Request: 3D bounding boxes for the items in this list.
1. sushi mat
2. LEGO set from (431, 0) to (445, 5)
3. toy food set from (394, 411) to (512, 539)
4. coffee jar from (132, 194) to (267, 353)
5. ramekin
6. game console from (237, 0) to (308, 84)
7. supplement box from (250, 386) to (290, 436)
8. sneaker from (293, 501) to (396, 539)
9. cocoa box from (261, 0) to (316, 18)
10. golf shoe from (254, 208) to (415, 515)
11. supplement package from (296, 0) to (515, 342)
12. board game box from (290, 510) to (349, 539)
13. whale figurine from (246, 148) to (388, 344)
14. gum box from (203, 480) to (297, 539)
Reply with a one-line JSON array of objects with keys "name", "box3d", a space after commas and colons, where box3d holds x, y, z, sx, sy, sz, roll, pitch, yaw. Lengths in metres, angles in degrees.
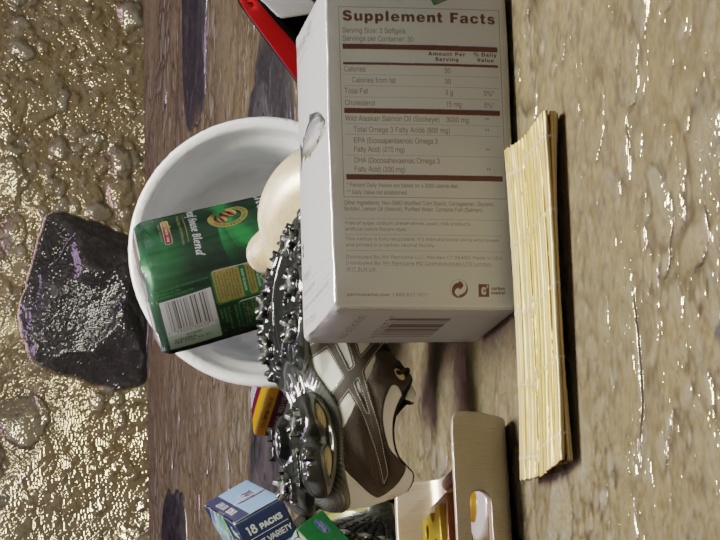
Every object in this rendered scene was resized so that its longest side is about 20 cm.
[{"name": "sushi mat", "box3d": [0.101, 0.017, 1.414, 0.096, 0.012, 0.201, 140, 129, -74]}, {"name": "LEGO set", "box3d": [0.067, -0.263, 1.444, 0.201, 0.115, 0.154, -95, -18, -48]}, {"name": "toy food set", "box3d": [0.051, 0.182, 1.555, 0.200, 0.060, 0.144, 121, 147, -70]}, {"name": "coffee jar", "box3d": [-0.059, -0.010, 1.780, 0.104, 0.199, 0.086, -114, 11, -64]}, {"name": "ramekin", "box3d": [-0.074, -0.010, 1.883, 0.098, 0.199, 0.202, 111, 158, -83]}, {"name": "game console", "box3d": [-0.035, -0.223, 1.792, 0.177, 0.031, 0.201, 47, -141, -45]}, {"name": "supplement box", "box3d": [-0.046, 0.021, 2.011, 0.110, 0.085, 0.201, 111, 156, -64]}, {"name": "sneaker", "box3d": [-0.009, 0.167, 1.871, 0.200, 0.077, 0.089, 155, 125, -75]}, {"name": "cocoa box", "box3d": [-0.028, -0.264, 1.605, 0.200, 0.131, 0.134, 38, -133, -67]}, {"name": "golf shoe", "box3d": [-0.014, 0.060, 1.607, 0.078, 0.094, 0.201, 140, 129, -62]}, {"name": "supplement package", "box3d": [0.026, -0.063, 1.536, 0.117, 0.117, 0.201, 129, 141, -74]}, {"name": "board game box", "box3d": [-0.018, 0.274, 1.732, 0.135, 0.029, 0.200, 45, 140, 18]}, {"name": "whale figurine", "box3d": [0.000, 0.000, 1.693, 0.104, 0.158, 0.201, -38, -44, -52]}, {"name": "gum box", "box3d": [-0.043, 0.259, 1.866, 0.201, 0.044, 0.170, 61, 171, -4]}]
